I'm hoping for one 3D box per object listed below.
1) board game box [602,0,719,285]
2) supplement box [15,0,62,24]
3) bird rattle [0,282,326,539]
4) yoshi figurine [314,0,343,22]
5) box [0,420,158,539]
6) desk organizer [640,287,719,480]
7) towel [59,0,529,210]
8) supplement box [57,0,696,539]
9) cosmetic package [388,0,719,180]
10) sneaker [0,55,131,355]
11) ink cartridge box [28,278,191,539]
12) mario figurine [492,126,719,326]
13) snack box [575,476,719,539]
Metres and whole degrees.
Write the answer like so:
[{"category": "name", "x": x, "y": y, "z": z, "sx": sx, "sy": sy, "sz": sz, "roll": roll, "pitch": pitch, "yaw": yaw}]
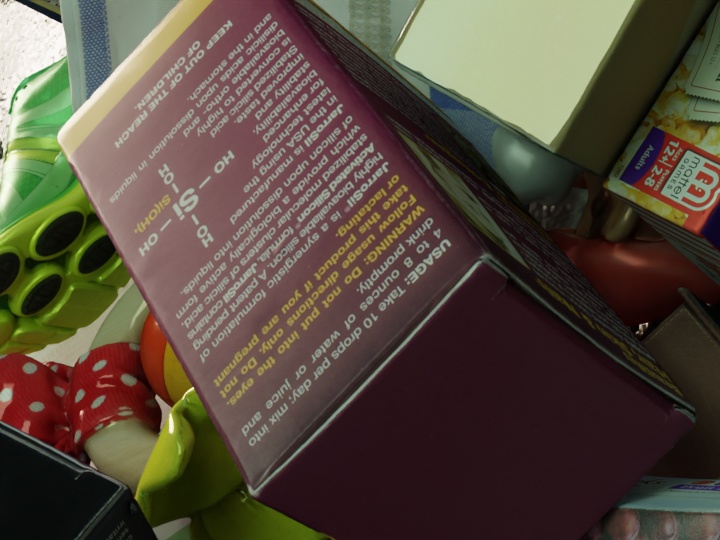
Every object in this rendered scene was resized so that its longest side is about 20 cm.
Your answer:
[{"category": "board game box", "x": 0.187, "y": -0.079, "z": 0.659, "sx": 0.046, "sy": 0.151, "sz": 0.200, "roll": 31, "pitch": 90, "yaw": 39}, {"category": "supplement box", "x": -0.120, "y": -0.242, "z": 0.912, "sx": 0.200, "sy": 0.134, "sz": 0.201, "roll": -5, "pitch": 65, "yaw": 59}, {"category": "bird rattle", "x": -0.075, "y": 0.056, "z": 0.783, "sx": 0.200, "sy": 0.113, "sz": 0.163, "roll": 13, "pitch": 65, "yaw": 51}, {"category": "yoshi figurine", "x": -0.048, "y": -0.152, "z": 0.760, "sx": 0.112, "sy": 0.200, "sz": 0.112, "roll": -62, "pitch": 17, "yaw": -6}, {"category": "box", "x": -0.142, "y": 0.152, "z": 0.713, "sx": 0.148, "sy": 0.200, "sz": 0.104, "roll": 21, "pitch": 58, "yaw": 31}, {"category": "desk organizer", "x": 0.158, "y": 0.109, "z": 0.651, "sx": 0.077, "sy": 0.072, "sz": 0.200, "roll": -45, "pitch": 52, "yaw": 14}, {"category": "towel", "x": -0.029, "y": -0.094, "z": 0.734, "sx": 0.199, "sy": 0.147, "sz": 0.024, "roll": 6, "pitch": 29, "yaw": 13}, {"category": "supplement box", "x": 0.000, "y": 0.000, "z": 0.621, "sx": 0.103, "sy": 0.131, "sz": 0.200, "roll": -45, "pitch": 43, "yaw": 10}, {"category": "cosmetic package", "x": 0.101, "y": -0.134, "z": 0.616, "sx": 0.071, "sy": 0.105, "sz": 0.200, "roll": 32, "pitch": 99, "yaw": 22}, {"category": "sneaker", "x": -0.134, "y": -0.044, "z": 0.850, "sx": 0.084, "sy": 0.074, "sz": 0.200, "roll": 28, "pitch": 78, "yaw": 45}, {"category": "ink cartridge box", "x": -0.100, "y": 0.049, "z": 0.865, "sx": 0.145, "sy": 0.048, "sz": 0.200, "roll": -36, "pitch": 56, "yaw": 18}, {"category": "mario figurine", "x": 0.117, "y": -0.073, "z": 0.724, "sx": 0.106, "sy": 0.123, "sz": 0.200, "roll": -105, "pitch": 33, "yaw": -72}, {"category": "snack box", "x": 0.078, "y": 0.146, "z": 0.643, "sx": 0.200, "sy": 0.053, "sz": 0.143, "roll": -5, "pitch": 94, "yaw": 47}]
